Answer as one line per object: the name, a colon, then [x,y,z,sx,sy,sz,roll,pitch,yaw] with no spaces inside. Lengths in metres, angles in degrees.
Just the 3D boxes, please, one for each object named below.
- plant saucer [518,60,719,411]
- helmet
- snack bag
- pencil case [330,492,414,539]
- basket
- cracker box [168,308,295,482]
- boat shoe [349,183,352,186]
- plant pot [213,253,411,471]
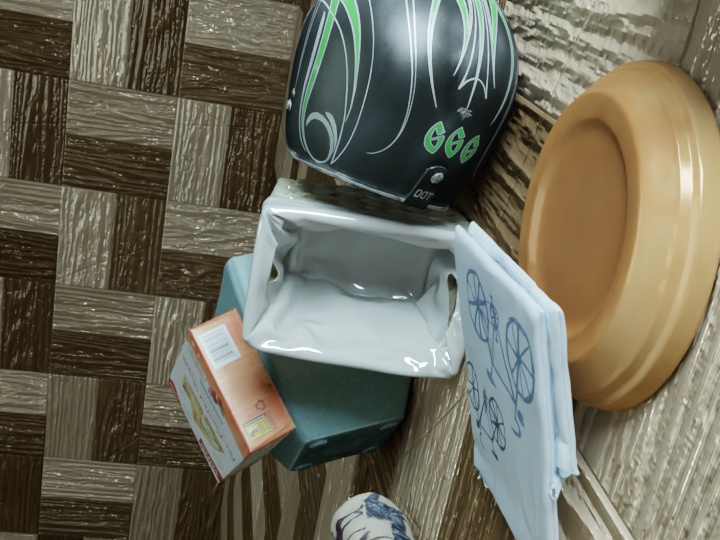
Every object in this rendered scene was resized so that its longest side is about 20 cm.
plant saucer: [0.138,-0.022,0.517,0.200,0.037,0.204,-173,90,-79]
helmet: [0.037,-0.165,0.734,0.200,0.197,0.194,-122,50,-72]
snack bag: [0.099,0.087,0.577,0.189,0.021,0.204,-118,20,-71]
pencil case: [0.020,0.292,0.811,0.091,0.077,0.200,-64,17,15]
basket: [0.000,0.000,0.798,0.124,0.196,0.138,-99,20,-68]
cracker box: [-0.143,0.140,0.940,0.135,0.057,0.200,61,155,11]
boat shoe: [0.035,-0.064,0.889,0.074,0.062,0.202,26,144,51]
plant pot: [-0.045,0.104,0.988,0.197,0.192,0.203,117,140,-58]
